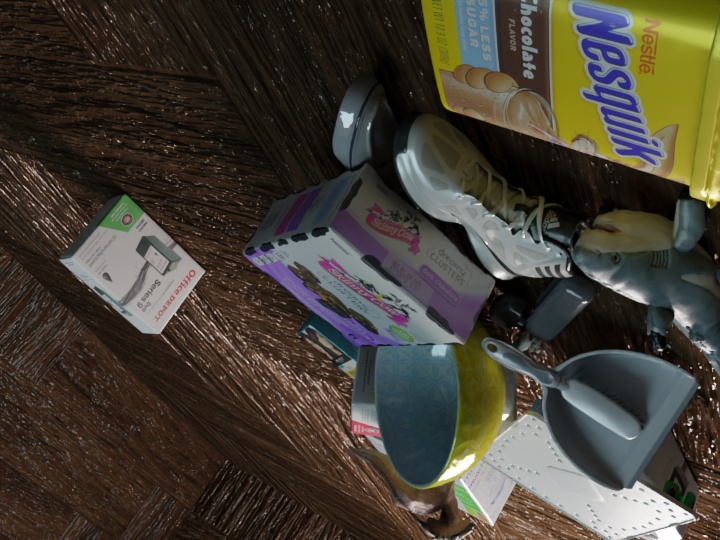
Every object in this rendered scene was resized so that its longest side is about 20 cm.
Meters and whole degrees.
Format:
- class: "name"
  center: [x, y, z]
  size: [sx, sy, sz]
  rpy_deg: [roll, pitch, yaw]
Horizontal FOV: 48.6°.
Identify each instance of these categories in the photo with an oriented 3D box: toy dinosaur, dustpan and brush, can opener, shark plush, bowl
- class: "toy dinosaur"
  center: [0.077, 0.271, 0.979]
  size: [0.197, 0.138, 0.085]
  rpy_deg: [24, 151, -30]
- class: "dustpan and brush"
  center: [0.207, 0.116, 0.771]
  size: [0.198, 0.141, 0.057]
  rpy_deg: [31, -164, 12]
- class: "can opener"
  center: [0.173, 0.037, 0.775]
  size: [0.066, 0.053, 0.200]
  rpy_deg: [30, 157, 2]
- class: "shark plush"
  center: [0.235, 0.025, 0.623]
  size: [0.090, 0.084, 0.201]
  rpy_deg: [6, 143, 49]
- class: "bowl"
  center: [0.101, 0.125, 0.855]
  size: [0.105, 0.205, 0.200]
  rpy_deg: [1, 169, -23]

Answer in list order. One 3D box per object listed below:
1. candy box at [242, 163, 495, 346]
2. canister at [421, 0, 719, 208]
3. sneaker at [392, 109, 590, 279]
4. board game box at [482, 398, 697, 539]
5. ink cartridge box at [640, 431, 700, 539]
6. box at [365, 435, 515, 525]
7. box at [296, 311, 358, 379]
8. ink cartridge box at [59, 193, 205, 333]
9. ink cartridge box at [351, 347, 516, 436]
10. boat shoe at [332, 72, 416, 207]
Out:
- class: "candy box"
  center: [0.001, -0.004, 0.756]
  size: [0.167, 0.072, 0.199]
  rpy_deg: [40, 158, -20]
- class: "canister"
  center: [0.139, -0.131, 0.459]
  size: [0.198, 0.087, 0.150]
  rpy_deg: [24, 155, 30]
- class: "sneaker"
  center: [0.119, -0.061, 0.643]
  size: [0.114, 0.077, 0.200]
  rpy_deg: [5, 151, 50]
- class: "board game box"
  center: [0.245, 0.230, 0.898]
  size: [0.198, 0.026, 0.201]
  rpy_deg: [31, 153, 6]
- class: "ink cartridge box"
  center: [0.322, 0.242, 0.942]
  size: [0.115, 0.067, 0.201]
  rpy_deg: [10, 145, 46]
- class: "box"
  center: [0.131, 0.294, 1.285]
  size: [0.198, 0.097, 0.177]
  rpy_deg: [18, 154, 39]
- class: "box"
  center: [0.001, 0.132, 1.213]
  size: [0.199, 0.049, 0.082]
  rpy_deg: [39, 157, -6]
- class: "ink cartridge box"
  center: [-0.389, -0.009, 1.377]
  size: [0.200, 0.147, 0.083]
  rpy_deg: [46, 154, -25]
- class: "ink cartridge box"
  center: [0.089, 0.161, 1.007]
  size: [0.195, 0.085, 0.146]
  rpy_deg: [7, 154, 2]
- class: "boat shoe"
  center: [0.022, -0.096, 0.715]
  size: [0.065, 0.073, 0.201]
  rpy_deg: [23, 156, 16]
